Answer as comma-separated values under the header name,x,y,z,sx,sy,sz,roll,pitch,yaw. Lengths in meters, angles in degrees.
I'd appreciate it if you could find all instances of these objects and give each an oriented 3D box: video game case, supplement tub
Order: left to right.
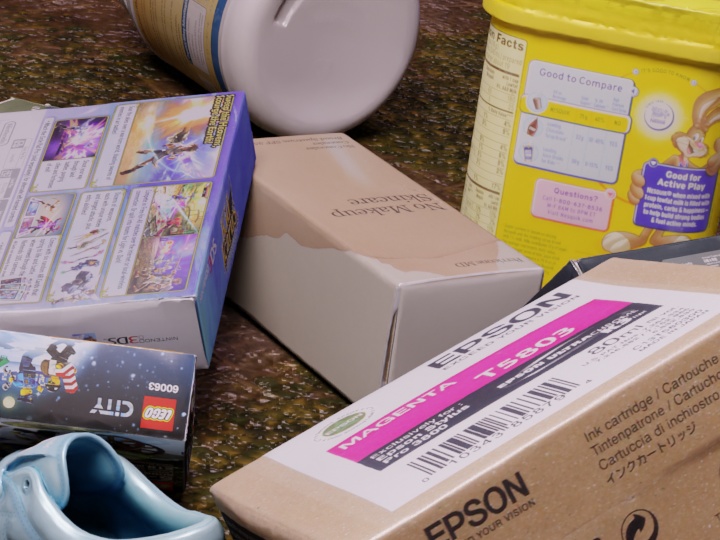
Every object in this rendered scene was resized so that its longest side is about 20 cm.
name,x,y,z,sx,sy,sz,roll,pitch,yaw
video game case,-0.152,-0.016,1.187,0.181,0.046,0.200,-5,32,9
supplement tub,-0.068,-0.183,1.594,0.144,0.145,0.200,-6,26,-32

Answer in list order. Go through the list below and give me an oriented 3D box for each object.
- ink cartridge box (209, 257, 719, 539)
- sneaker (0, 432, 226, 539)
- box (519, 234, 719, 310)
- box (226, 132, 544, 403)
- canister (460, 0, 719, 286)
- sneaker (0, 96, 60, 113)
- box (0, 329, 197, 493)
name,x,y,z,sx,sy,sz,roll,pitch,yaw
ink cartridge box,0.062,0.073,0.881,0.200,0.075,0.165,-30,13,-16
sneaker,-0.126,0.094,0.970,0.200,0.082,0.074,19,23,29
box,0.134,0.041,1.104,0.200,0.159,0.046,-10,65,-38
box,0.000,0.000,1.254,0.095,0.078,0.200,-7,26,-33
canister,0.128,-0.061,1.287,0.148,0.200,0.087,12,22,9
sneaker,-0.171,-0.073,1.384,0.200,0.067,0.090,-14,36,-38
box,-0.170,0.054,1.017,0.200,0.038,0.137,7,-15,-2
